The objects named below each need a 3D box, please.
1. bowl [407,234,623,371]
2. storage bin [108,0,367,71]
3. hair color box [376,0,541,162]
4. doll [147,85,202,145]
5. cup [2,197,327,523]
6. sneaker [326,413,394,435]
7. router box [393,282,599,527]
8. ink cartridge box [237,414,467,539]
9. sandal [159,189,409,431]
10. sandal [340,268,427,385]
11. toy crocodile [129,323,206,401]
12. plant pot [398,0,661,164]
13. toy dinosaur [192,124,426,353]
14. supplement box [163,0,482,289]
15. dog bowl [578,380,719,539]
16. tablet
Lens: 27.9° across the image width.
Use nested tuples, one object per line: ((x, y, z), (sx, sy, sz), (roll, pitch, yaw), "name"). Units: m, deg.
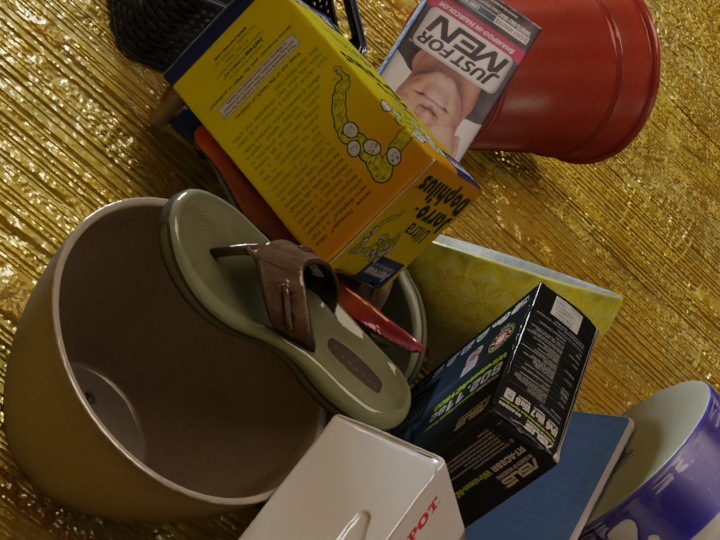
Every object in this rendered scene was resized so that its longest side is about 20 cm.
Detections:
((0.107, 0.041, 1.208), (0.200, 0.200, 0.108), (13, 97, -42), "bowl")
((-0.105, -0.230, 1.212), (0.200, 0.094, 0.135), (15, 52, -41), "storage bin")
((0.059, -0.147, 1.241), (0.100, 0.200, 0.061), (32, -4, -7), "hair color box")
((-0.074, -0.083, 1.170), (0.200, 0.048, 0.137), (41, 34, -18), "doll")
((-0.141, 0.077, 0.898), (0.200, 0.143, 0.201), (28, 44, -31), "cup")
((-0.013, 0.128, 1.033), (0.070, 0.078, 0.200), (13, 2, 4), "sneaker")
((0.075, 0.119, 1.055), (0.062, 0.200, 0.150), (39, 39, -9), "router box")
((-0.002, 0.207, 0.881), (0.146, 0.084, 0.200), (-51, 145, -28), "ink cartridge box")
((-0.036, 0.017, 0.878), (0.201, 0.057, 0.080), (40, 39, -18), "sandal")
((-0.001, -0.001, 1.135), (0.057, 0.080, 0.202), (-9, 89, -52), "sandal")
((-0.119, 0.046, 1.003), (0.200, 0.062, 0.068), (50, 50, -6), "toy crocodile")
((0.151, -0.196, 1.397), (0.195, 0.201, 0.201), (-9, 69, -42), "plant pot")
((-0.059, -0.026, 1.071), (0.105, 0.199, 0.182), (-68, 149, -65), "toy dinosaur")
((-0.026, -0.099, 1.041), (0.200, 0.110, 0.109), (50, 12, 21), "supplement box")
((0.231, 0.183, 1.177), (0.079, 0.200, 0.200), (49, 37, -4), "dog bowl")
((0.132, 0.166, 1.157), (0.200, 0.130, 0.014), (-47, 134, -52), "tablet")
